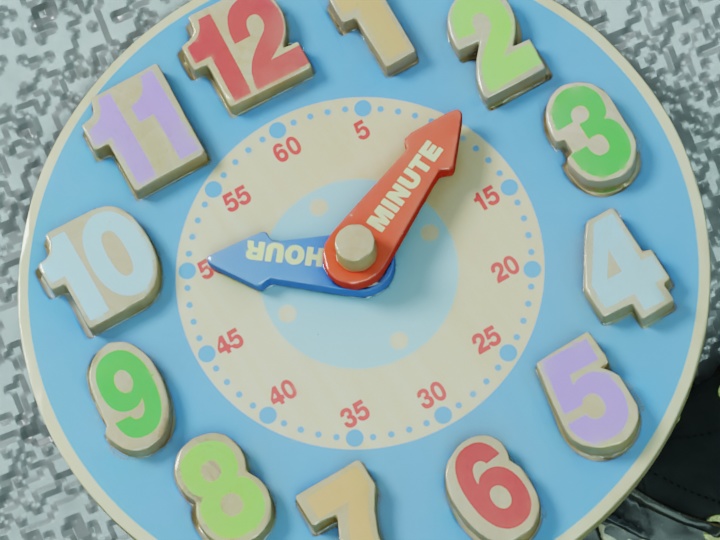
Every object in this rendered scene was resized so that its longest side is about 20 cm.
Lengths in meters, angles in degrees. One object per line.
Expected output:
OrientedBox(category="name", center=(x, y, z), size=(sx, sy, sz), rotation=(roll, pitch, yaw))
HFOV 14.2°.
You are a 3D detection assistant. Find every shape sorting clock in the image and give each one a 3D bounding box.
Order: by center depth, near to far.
OrientedBox(category="shape sorting clock", center=(0.000, 0.000, 0.829), size=(0.200, 0.039, 0.200), rotation=(-3, 68, 7))

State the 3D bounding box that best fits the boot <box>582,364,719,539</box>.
OrientedBox(category="boot", center=(0.104, 0.037, 0.866), size=(0.203, 0.073, 0.154), rotation=(30, 87, -1))
